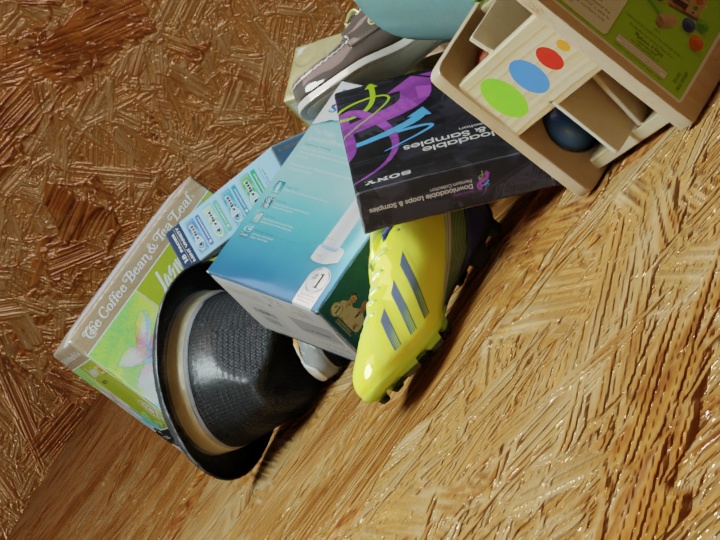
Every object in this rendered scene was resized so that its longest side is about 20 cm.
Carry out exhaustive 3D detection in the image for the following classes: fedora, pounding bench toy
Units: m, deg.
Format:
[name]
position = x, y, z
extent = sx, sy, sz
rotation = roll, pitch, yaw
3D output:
[fedora]
position = -0.090, 0.076, 1.517
extent = 0.091, 0.201, 0.201
rotation = -14, 27, 27
[pounding bench toy]
position = 0.111, -0.166, 1.084
extent = 0.124, 0.200, 0.156
rotation = -57, 9, -25

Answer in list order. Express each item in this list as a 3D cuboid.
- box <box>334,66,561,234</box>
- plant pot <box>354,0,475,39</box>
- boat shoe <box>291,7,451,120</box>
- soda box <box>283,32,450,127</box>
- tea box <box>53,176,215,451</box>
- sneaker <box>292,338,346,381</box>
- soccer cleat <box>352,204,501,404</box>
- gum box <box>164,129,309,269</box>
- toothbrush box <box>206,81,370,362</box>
[box]
position = 0.059, -0.096, 1.277
extent = 0.142, 0.036, 0.200
rotation = -14, 27, 1
[plant pot]
position = 0.096, -0.256, 1.351
extent = 0.196, 0.200, 0.201
rotation = 2, 53, 54
[boat shoe]
position = 0.023, -0.199, 1.505
extent = 0.200, 0.060, 0.072
rotation = -34, -15, 4
[soda box]
position = 0.031, -0.182, 1.614
extent = 0.199, 0.064, 0.068
rotation = -13, 50, 32
[tea box]
position = -0.155, 0.054, 1.733
extent = 0.200, 0.197, 0.134
rotation = -56, 8, -16
[sneaker]
position = 0.000, 0.000, 1.515
extent = 0.077, 0.078, 0.201
rotation = 2, 61, 35
[soccer cleat]
position = 0.029, 0.009, 1.235
extent = 0.065, 0.084, 0.200
rotation = -45, 11, 49
[gum box]
position = -0.057, -0.080, 1.594
extent = 0.170, 0.045, 0.200
rotation = -28, -4, -38
[toothbrush box]
position = -0.002, -0.040, 1.417
extent = 0.146, 0.085, 0.200
rotation = 17, 68, 48
